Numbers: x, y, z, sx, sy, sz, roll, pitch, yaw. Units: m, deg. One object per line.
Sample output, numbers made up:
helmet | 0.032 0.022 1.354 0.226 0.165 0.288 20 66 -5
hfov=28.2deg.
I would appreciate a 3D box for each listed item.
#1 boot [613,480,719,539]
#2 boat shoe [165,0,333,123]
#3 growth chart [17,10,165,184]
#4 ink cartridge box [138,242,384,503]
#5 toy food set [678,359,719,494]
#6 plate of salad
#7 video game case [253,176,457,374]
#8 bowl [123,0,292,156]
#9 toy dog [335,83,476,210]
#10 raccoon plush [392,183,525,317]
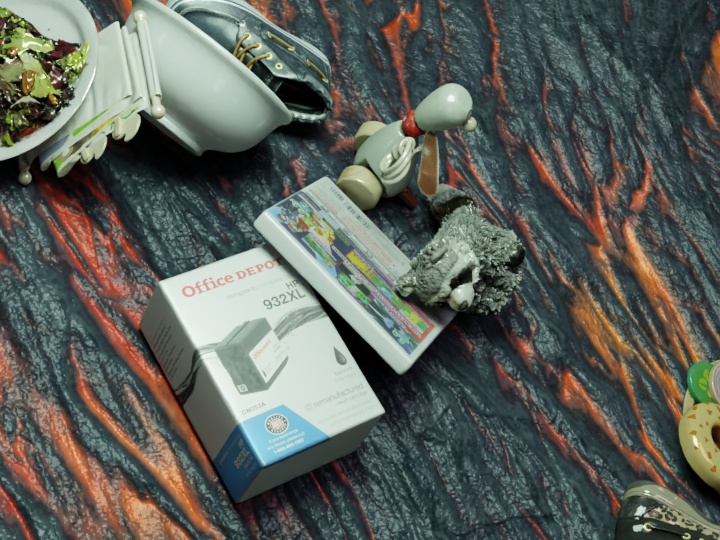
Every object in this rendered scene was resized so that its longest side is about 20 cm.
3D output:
boot | 0.319 0.310 1.383 0.199 0.073 0.151 35 50 5
boat shoe | -0.113 -0.226 1.511 0.198 0.071 0.091 22 30 -23
growth chart | -0.265 -0.160 1.368 0.018 0.198 0.147 27 48 -49
ink cartridge box | -0.093 0.089 1.332 0.144 0.084 0.201 -20 68 -33
toy food set | 0.431 0.174 1.541 0.198 0.049 0.199 29 51 -5
plate of salad | -0.345 -0.196 1.372 0.197 0.048 0.203 -7 63 13
video game case | 0.000 0.000 1.414 0.200 0.023 0.182 46 23 3
bowl | -0.172 -0.178 1.434 0.200 0.201 0.091 37 85 2
toy dog | 0.059 -0.115 1.491 0.096 0.199 0.133 36 75 -19
raccoon plush | 0.074 -0.023 1.468 0.133 0.098 0.200 12 20 -36
